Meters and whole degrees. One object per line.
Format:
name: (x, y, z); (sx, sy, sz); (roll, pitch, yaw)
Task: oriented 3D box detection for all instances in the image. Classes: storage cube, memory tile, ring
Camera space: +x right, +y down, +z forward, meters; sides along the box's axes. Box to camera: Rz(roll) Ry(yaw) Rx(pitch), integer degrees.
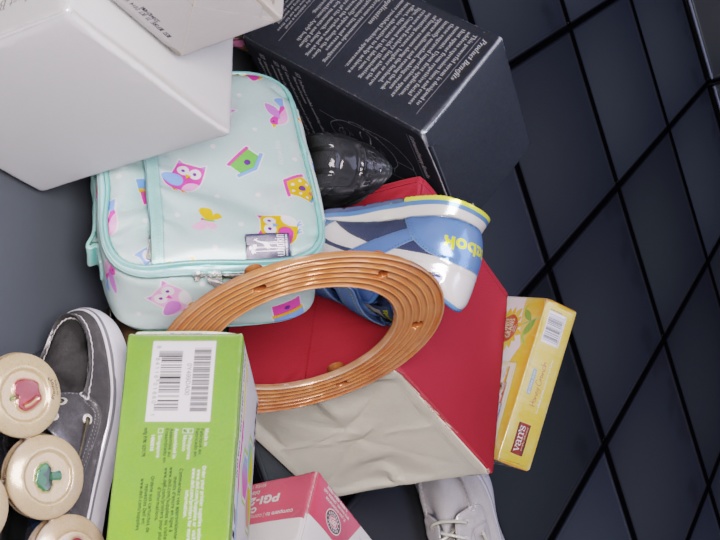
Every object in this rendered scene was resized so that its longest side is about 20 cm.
storage cube: (0.005, 0.060, 1.212); (0.200, 0.170, 0.181); (49, 39, -43)
memory tile: (-0.216, 0.158, 0.838); (0.153, 0.017, 0.202); (-19, 95, -38)
ring: (-0.041, 0.041, 0.998); (0.200, 0.200, 0.019); (33, 33, -54)

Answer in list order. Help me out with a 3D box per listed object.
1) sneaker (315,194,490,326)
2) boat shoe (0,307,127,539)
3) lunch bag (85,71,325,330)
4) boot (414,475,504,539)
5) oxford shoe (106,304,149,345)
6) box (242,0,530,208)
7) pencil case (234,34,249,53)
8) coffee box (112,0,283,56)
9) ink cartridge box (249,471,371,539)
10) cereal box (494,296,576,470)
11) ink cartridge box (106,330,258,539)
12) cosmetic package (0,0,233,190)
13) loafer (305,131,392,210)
sneaker: (0.000, 0.000, 1.078); (0.074, 0.199, 0.083); (23, 63, -51)
boat shoe: (-0.195, 0.111, 0.919); (0.066, 0.069, 0.201); (38, 53, -52)
lunch bag: (-0.113, -0.051, 1.026); (0.077, 0.159, 0.201); (105, -21, -46)
boot: (0.096, 0.256, 1.400); (0.096, 0.073, 0.201); (-71, 140, -58)
oxford shoe: (-0.156, 0.031, 1.043); (0.084, 0.073, 0.200); (39, 43, -5)
box: (0.024, -0.149, 1.228); (0.107, 0.199, 0.149); (-50, 150, -14)
pencil case: (-0.085, -0.231, 1.271); (0.083, 0.087, 0.200); (53, 16, 26)
coffee box: (-0.103, -0.247, 0.872); (0.114, 0.079, 0.201); (37, 46, -49)
ink cartridge box: (-0.051, 0.276, 1.095); (0.146, 0.084, 0.201); (56, 31, -35)
cereal box: (0.101, 0.094, 1.316); (0.039, 0.200, 0.145); (22, 81, -27)
ink cartridge box: (-0.106, 0.150, 0.969); (0.200, 0.075, 0.149); (84, 7, -60)
cosmetic package: (-0.192, -0.187, 0.944); (0.166, 0.166, 0.202); (33, 50, -53)
loafer: (-0.045, -0.071, 1.160); (0.070, 0.200, 0.069); (8, 85, -28)
